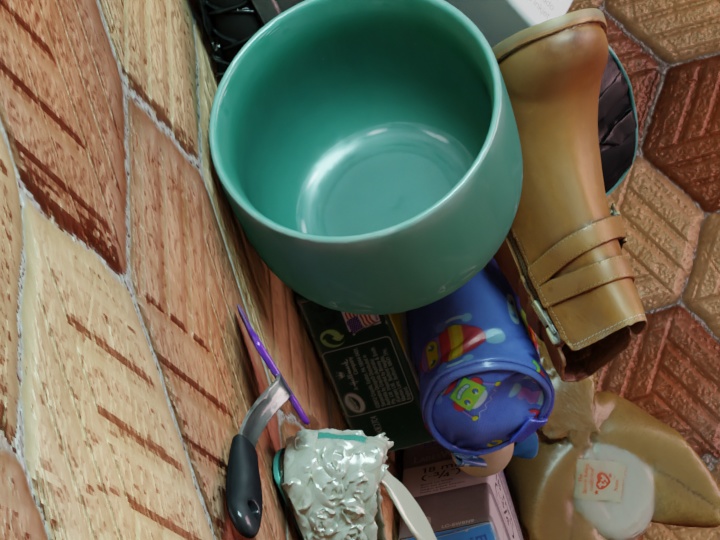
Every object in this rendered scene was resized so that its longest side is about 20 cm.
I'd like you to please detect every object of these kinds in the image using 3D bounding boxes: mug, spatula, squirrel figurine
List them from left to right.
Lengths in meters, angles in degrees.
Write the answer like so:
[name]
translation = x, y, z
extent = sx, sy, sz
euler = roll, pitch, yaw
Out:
[spatula]
translation = -0.046, 0.073, 1.186
extent = 0.057, 0.021, 0.200
euler = 59, 15, -18
[mug]
translation = 0.018, -0.065, 1.340
extent = 0.152, 0.185, 0.114
euler = 38, -15, 28
[squirrel figurine]
translation = 0.127, 0.129, 1.811
extent = 0.200, 0.142, 0.187
euler = 59, -15, -7

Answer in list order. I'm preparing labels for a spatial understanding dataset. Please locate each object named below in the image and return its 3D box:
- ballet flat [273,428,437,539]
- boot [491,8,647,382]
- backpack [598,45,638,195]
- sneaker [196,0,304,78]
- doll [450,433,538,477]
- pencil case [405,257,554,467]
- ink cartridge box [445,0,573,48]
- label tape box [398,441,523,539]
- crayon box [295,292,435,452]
[ballet flat]
translation = 0.014, 0.163, 1.289
extent = 0.072, 0.072, 0.200
euler = -92, 165, -60
[boot]
translation = 0.117, -0.039, 1.393
extent = 0.200, 0.074, 0.155
euler = 101, -29, -65
[backpack]
translation = 0.095, -0.107, 1.890
extent = 0.176, 0.200, 0.153
euler = 67, -6, -33
[sneaker]
translation = -0.054, -0.146, 1.380
extent = 0.200, 0.076, 0.091
euler = 44, 55, -52
[doll]
translation = 0.058, 0.073, 1.649
extent = 0.136, 0.048, 0.200
euler = 28, 19, -22
[pencil case]
translation = 0.068, 0.020, 1.514
extent = 0.087, 0.078, 0.200
euler = 34, 32, -31
[ink cartridge box]
translation = 0.076, -0.237, 1.439
extent = 0.145, 0.084, 0.200
euler = 43, 60, -24
[label tape box]
translation = 0.074, 0.182, 1.680
extent = 0.200, 0.063, 0.144
euler = -86, 160, -67
[crayon box]
translation = 0.000, 0.000, 1.553
extent = 0.200, 0.051, 0.127
euler = -93, 165, -54
